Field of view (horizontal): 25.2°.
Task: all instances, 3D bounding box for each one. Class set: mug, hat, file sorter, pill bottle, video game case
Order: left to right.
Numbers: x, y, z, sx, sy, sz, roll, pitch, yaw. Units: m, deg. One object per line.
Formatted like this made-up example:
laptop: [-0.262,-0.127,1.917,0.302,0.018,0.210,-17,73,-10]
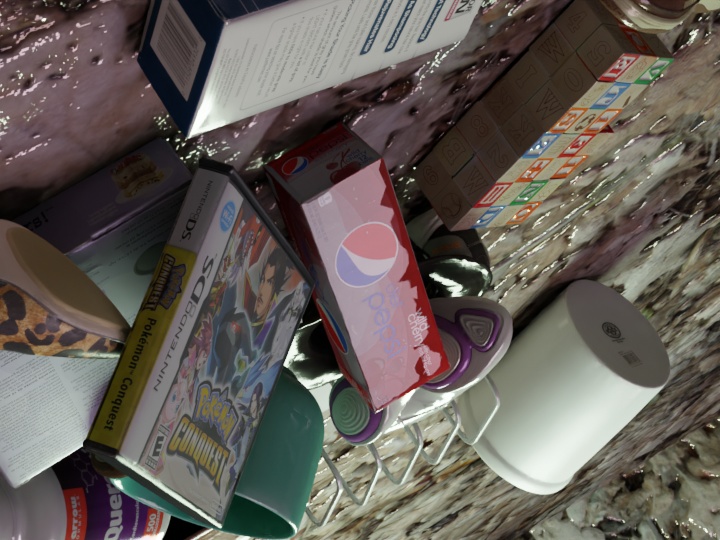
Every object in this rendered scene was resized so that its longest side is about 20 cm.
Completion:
pill bottle: [-0.242,0.186,1.246,0.112,0.113,0.199,-41,161,21]
video game case: [-0.092,0.052,1.001,0.200,0.025,0.182,56,52,-66]
mug: [-0.112,0.127,1.238,0.151,0.115,0.184,29,156,-30]
hat: [0.001,0.015,1.286,0.199,0.081,0.201,-22,160,-9]
file sorter: [0.015,0.141,1.565,0.199,0.125,0.139,-26,160,-24]

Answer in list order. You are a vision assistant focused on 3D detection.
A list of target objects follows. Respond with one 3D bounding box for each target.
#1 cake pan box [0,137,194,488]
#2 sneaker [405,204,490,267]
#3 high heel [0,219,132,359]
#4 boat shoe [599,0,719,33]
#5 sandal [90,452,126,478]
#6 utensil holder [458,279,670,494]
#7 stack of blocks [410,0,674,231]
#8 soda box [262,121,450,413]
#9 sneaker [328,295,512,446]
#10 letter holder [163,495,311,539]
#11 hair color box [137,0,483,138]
cake pan box: [-0.176,0.033,1.011,0.199,0.052,0.185,-32,144,-11]
sneaker: [0.046,0.021,1.395,0.074,0.080,0.200,-22,160,-37]
high heel: [-0.232,0.038,0.893,0.199,0.072,0.143,30,113,-38]
boat shoe: [0.223,-0.220,1.118,0.075,0.075,0.202,-49,169,32]
sandal: [-0.103,0.082,1.131,0.081,0.055,0.200,-4,-146,50]
utensil holder: [0.237,0.133,1.872,0.169,0.171,0.200,-10,147,-51]
stack of blocks: [0.145,-0.119,1.245,0.200,0.059,0.115,-46,159,30]
soda box: [0.000,0.000,1.135,0.070,0.063,0.201,-30,130,-13]
sneaker: [0.058,0.070,1.286,0.099,0.075,0.200,-16,165,-46]
letter holder: [-0.151,0.193,1.442,0.199,0.101,0.142,-28,159,-16]
hair color box: [-0.017,-0.151,0.878,0.199,0.061,0.100,-23,159,-31]
